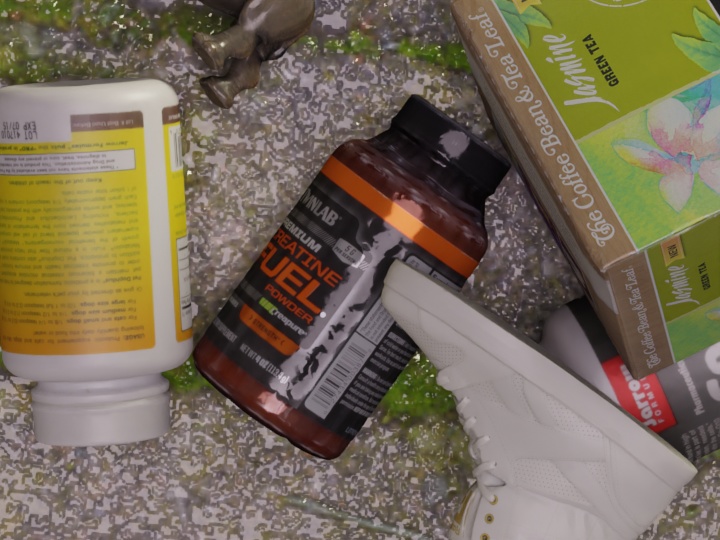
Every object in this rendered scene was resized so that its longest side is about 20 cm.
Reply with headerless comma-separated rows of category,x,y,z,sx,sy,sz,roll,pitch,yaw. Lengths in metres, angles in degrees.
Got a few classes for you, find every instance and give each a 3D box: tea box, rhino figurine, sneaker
tea box,0.184,-0.084,1.545,0.196,0.134,0.200,-27,58,-1
rhino figurine,-0.101,-0.196,1.592,0.087,0.060,0.200,-39,97,-19
sneaker,0.070,0.092,1.529,0.200,0.074,0.116,38,96,1

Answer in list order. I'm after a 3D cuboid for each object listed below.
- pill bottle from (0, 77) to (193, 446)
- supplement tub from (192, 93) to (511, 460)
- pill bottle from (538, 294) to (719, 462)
pill bottle,-0.151,-0.006,1.584,0.109,0.109,0.201,-3,96,-4
supplement tub,0.000,0.000,1.599,0.107,0.107,0.200,35,92,-7
pill bottle,0.174,0.054,1.612,0.200,0.114,0.114,-25,97,-1
